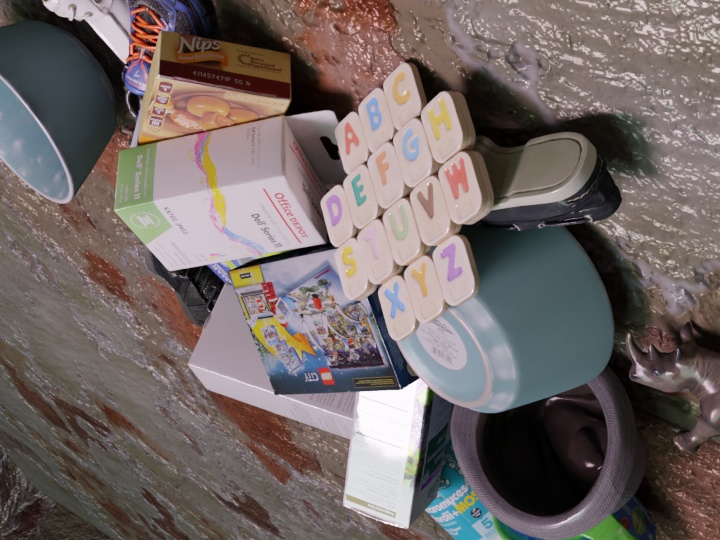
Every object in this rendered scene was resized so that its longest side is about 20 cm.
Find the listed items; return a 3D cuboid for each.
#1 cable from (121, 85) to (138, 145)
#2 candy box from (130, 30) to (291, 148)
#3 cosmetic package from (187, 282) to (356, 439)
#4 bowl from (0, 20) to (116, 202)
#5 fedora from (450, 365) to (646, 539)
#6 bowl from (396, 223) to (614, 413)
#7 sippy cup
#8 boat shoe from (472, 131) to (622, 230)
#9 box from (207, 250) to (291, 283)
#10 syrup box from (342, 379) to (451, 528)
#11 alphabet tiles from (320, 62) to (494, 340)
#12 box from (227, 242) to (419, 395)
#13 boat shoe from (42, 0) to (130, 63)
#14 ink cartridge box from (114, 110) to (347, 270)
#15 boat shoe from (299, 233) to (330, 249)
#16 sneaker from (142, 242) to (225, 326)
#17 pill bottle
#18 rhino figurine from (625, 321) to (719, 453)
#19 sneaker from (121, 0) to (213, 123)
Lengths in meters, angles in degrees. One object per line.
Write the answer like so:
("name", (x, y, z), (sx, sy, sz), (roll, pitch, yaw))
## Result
("cable", (-0.166, -0.142, 1.142), (0.199, 0.050, 0.097), (17, 132, 17))
("candy box", (-0.143, -0.126, 1.011), (0.115, 0.055, 0.200), (8, 149, -16))
("cosmetic package", (-0.071, 0.099, 1.203), (0.199, 0.108, 0.085), (17, 158, 19))
("bowl", (-0.334, -0.181, 1.177), (0.201, 0.105, 0.201), (36, 152, 23))
("fedora", (0.185, 0.155, 1.022), (0.090, 0.177, 0.200), (20, -172, -40))
("bowl", (0.100, 0.039, 0.928), (0.201, 0.105, 0.201), (36, 146, 29))
("sippy cup", (0.224, 0.249, 1.116), (0.140, 0.178, 0.130), (-35, 119, 26))
("boat shoe", (0.117, -0.061, 0.841), (0.066, 0.075, 0.199), (33, 158, -29))
("box", (-0.104, -0.010, 1.230), (0.122, 0.048, 0.200), (45, 152, -8))
("syrup box", (0.042, 0.149, 1.125), (0.081, 0.079, 0.201), (14, 110, 24))
("alphabet tiles", (0.030, -0.053, 0.875), (0.200, 0.015, 0.196), (-36, 63, 52))
("box", (-0.036, 0.046, 1.049), (0.200, 0.038, 0.137), (-10, 104, 51))
("boat shoe", (-0.267, -0.263, 1.033), (0.071, 0.069, 0.200), (2, 135, 50))
("ink cartridge box", (-0.102, -0.068, 0.988), (0.199, 0.067, 0.117), (-10, 149, 14))
("boat shoe", (0.000, 0.000, 1.084), (0.200, 0.069, 0.084), (31, 152, 19))
("sneaker", (-0.184, 0.012, 1.340), (0.114, 0.076, 0.200), (20, 150, 31))
("pill bottle", (0.100, 0.218, 1.237), (0.200, 0.111, 0.111), (45, 153, -8))
("rhino figurine", (0.292, 0.110, 0.879), (0.200, 0.060, 0.088), (39, 134, 5))
("sneaker", (-0.181, -0.195, 1.014), (0.075, 0.078, 0.200), (28, 151, 22))
